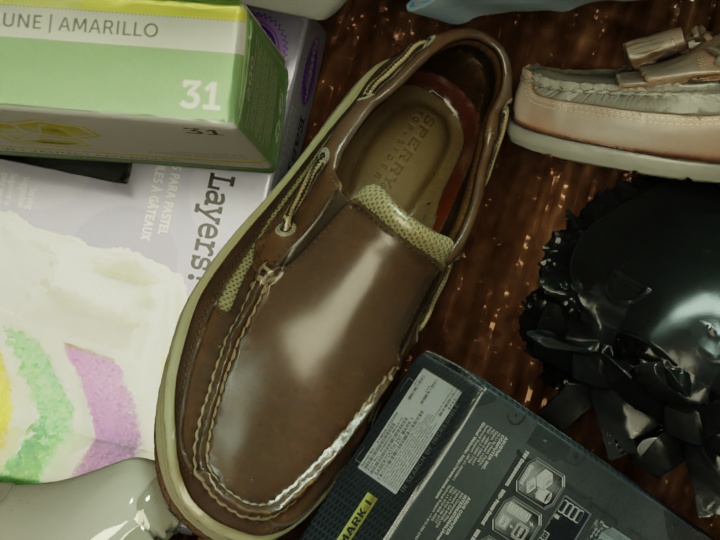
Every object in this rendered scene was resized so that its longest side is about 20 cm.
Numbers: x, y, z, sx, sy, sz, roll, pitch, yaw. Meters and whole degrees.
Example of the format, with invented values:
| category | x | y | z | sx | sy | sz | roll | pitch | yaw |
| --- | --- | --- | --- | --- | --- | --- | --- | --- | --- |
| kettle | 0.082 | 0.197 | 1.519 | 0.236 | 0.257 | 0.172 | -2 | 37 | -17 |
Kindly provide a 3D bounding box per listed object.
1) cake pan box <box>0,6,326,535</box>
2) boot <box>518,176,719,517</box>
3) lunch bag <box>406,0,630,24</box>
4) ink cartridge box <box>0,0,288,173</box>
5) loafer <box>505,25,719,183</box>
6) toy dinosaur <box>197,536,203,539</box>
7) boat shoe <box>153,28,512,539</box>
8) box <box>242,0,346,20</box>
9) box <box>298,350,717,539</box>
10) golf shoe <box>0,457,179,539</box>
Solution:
| category | x | y | z | sx | sy | sz | roll | pitch | yaw |
| --- | --- | --- | --- | --- | --- | --- | --- | --- | --- |
| cake pan box | -0.120 | -0.019 | 0.986 | 0.184 | 0.052 | 0.200 | 13 | 85 | 4 |
| boot | 0.164 | 0.014 | 0.937 | 0.162 | 0.073 | 0.198 | 31 | 48 | 31 |
| lunch bag | 0.084 | -0.181 | 0.918 | 0.127 | 0.170 | 0.200 | 18 | 80 | -32 |
| ink cartridge box | -0.106 | -0.071 | 0.865 | 0.145 | 0.200 | 0.048 | 4 | 85 | 6 |
| loafer | 0.152 | -0.062 | 0.949 | 0.200 | 0.072 | 0.063 | 6 | 106 | 5 |
| toy dinosaur | -0.060 | 0.136 | 0.944 | 0.200 | 0.060 | 0.106 | 3 | 122 | 0 |
| boat shoe | -0.005 | -0.003 | 0.917 | 0.075 | 0.075 | 0.202 | 31 | 58 | -12 |
| box | -0.071 | -0.208 | 0.867 | 0.199 | 0.131 | 0.200 | 11 | 60 | -29 |
| box | 0.032 | 0.150 | 0.915 | 0.158 | 0.051 | 0.200 | 34 | 88 | -28 |
| golf shoe | -0.151 | 0.095 | 0.931 | 0.200 | 0.078 | 0.097 | -27 | 97 | 19 |
